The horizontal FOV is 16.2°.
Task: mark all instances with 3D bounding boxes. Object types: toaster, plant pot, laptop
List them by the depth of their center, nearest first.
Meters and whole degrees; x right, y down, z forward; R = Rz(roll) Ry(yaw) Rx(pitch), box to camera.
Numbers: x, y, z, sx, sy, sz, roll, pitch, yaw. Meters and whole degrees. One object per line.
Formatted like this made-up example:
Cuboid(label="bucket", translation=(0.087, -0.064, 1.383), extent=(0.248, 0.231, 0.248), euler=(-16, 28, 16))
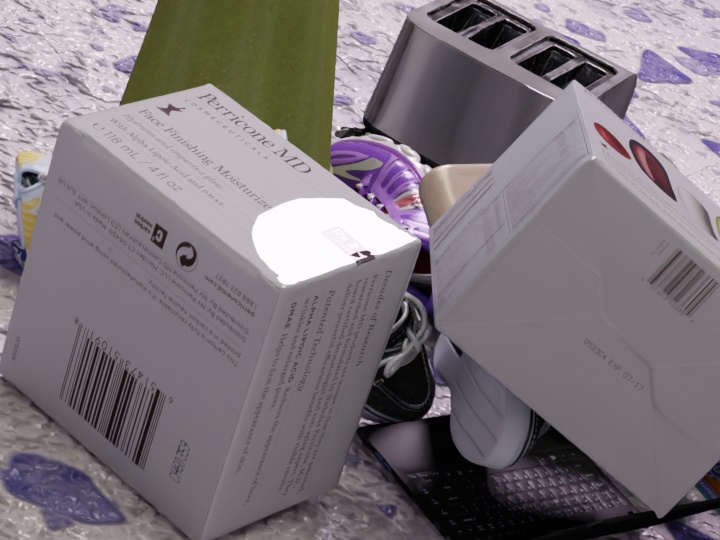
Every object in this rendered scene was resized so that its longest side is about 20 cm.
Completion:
Cuboid(label="laptop", translation=(0.133, 0.126, 1.662), extent=(0.177, 0.103, 0.200), euler=(-4, 41, -42))
Cuboid(label="plant pot", translation=(-0.093, -0.136, 1.851), extent=(0.200, 0.190, 0.200), euler=(12, 17, -4))
Cuboid(label="toaster", translation=(0.113, -0.142, 2.136), extent=(0.181, 0.119, 0.200), euler=(29, 27, 16))

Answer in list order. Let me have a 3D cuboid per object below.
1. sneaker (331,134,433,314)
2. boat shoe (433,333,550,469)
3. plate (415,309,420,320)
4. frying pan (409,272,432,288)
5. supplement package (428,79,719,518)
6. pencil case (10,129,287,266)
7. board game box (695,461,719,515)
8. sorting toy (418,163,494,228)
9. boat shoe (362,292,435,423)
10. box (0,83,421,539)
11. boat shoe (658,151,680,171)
Cuboid(label="sneaker", translation=(0.025, -0.036, 1.906), extent=(0.083, 0.081, 0.200), euler=(0, 34, -46))
Cuboid(label="boat shoe", translation=(0.100, 0.078, 1.671), extent=(0.071, 0.072, 0.200), euler=(23, 18, -13))
Cuboid(label="plate", translation=(-0.051, 0.027, 1.800), extent=(0.200, 0.026, 0.200), euler=(18, 27, -9))
Cuboid(label="frying pan", translation=(0.002, -0.001, 1.747), extent=(0.190, 0.031, 0.115), euler=(-4, -3, -12))
Cuboid(label="supplement package", translation=(0.160, 0.012, 1.601), extent=(0.191, 0.147, 0.200), euler=(41, 14, -12))
Cuboid(label="pencil case", translation=(-0.139, -0.050, 1.735), extent=(0.199, 0.091, 0.083), euler=(-4, 49, -2))
Cuboid(label="board game box", translation=(0.286, 0.123, 1.645), extent=(0.152, 0.200, 0.045), euler=(48, 66, -6))
Cuboid(label="sorting toy", translation=(0.149, 0.003, 1.880), extent=(0.200, 0.036, 0.186), euler=(-5, 72, -40))
Cuboid(label="boat shoe", translation=(0.011, 0.039, 1.666), extent=(0.068, 0.200, 0.074), euler=(12, 55, 40))
Cuboid(label="box", translation=(-0.097, 0.024, 1.566), extent=(0.199, 0.200, 0.131), euler=(37, 35, 28))
Cuboid(label="boat shoe", translation=(0.218, -0.015, 1.835), extent=(0.072, 0.060, 0.202), euler=(17, 30, -15))
